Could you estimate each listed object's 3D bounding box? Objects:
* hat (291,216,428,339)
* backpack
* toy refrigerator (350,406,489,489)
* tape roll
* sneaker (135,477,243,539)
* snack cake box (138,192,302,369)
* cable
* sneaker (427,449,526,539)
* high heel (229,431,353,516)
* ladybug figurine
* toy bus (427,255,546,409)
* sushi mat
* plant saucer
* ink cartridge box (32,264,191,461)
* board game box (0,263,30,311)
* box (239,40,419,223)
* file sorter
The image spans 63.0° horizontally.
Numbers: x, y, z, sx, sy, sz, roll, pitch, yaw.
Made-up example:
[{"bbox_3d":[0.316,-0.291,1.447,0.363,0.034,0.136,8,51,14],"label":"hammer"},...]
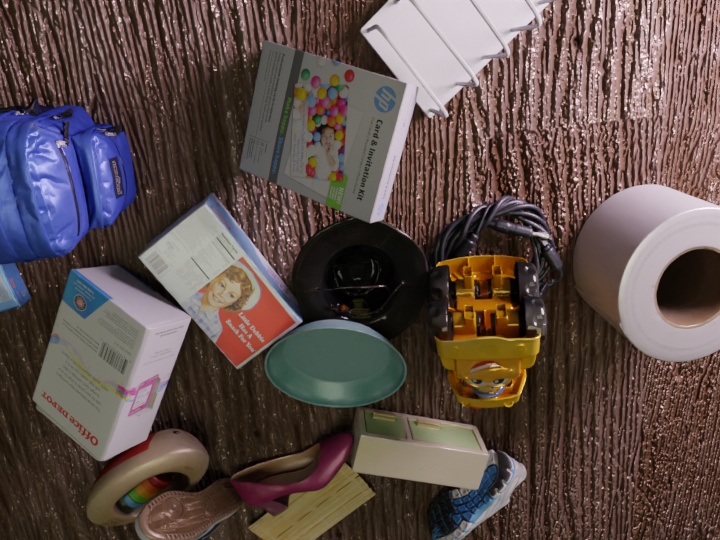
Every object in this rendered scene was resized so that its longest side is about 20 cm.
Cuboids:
[{"bbox_3d":[0.000,0.000,0.784,0.195,0.082,0.204,-1,127,-2],"label":"hat"},{"bbox_3d":[-0.352,-0.105,0.654,0.163,0.201,0.166,-9,109,-1],"label":"backpack"},{"bbox_3d":[0.086,0.265,0.885,0.195,0.076,0.072,11,108,-8],"label":"toy refrigerator"},{"bbox_3d":[0.407,-0.001,0.787,0.197,0.140,0.208,-2,109,-5],"label":"tape roll"},{"bbox_3d":[-0.263,0.368,0.845,0.108,0.199,0.071,-42,68,16],"label":"sneaker"},{"bbox_3d":[-0.180,0.015,0.781,0.114,0.067,0.201,-35,109,6],"label":"snack cake box"},{"bbox_3d":[0.176,-0.006,0.812,0.196,0.051,0.166,-25,111,5],"label":"cable"},{"bbox_3d":[0.190,0.372,0.937,0.086,0.076,0.201,24,117,-38],"label":"sneaker"},{"bbox_3d":[-0.103,0.292,0.881,0.200,0.068,0.096,-44,113,11],"label":"high heel"},{"bbox_3d":[-0.311,0.296,0.850,0.198,0.073,0.136,-34,142,5],"label":"ladybug figurine"},{"bbox_3d":[0.153,0.100,0.727,0.132,0.201,0.196,-1,115,10],"label":"toy bus"},{"bbox_3d":[-0.077,0.385,0.945,0.199,0.012,0.096,-39,106,8],"label":"sushi mat"},{"bbox_3d":[-0.033,0.125,0.813,0.194,0.037,0.202,1,139,1],"label":"plant saucer"},{"bbox_3d":[-0.327,0.117,0.766,0.143,0.084,0.203,31,106,18],"label":"ink cartridge box"},{"bbox_3d":[-0.556,-0.002,0.758,0.195,0.037,0.155,-15,109,0],"label":"board game box"},{"bbox_3d":[-0.043,-0.164,0.692,0.197,0.041,0.159,24,110,22],"label":"box"},{"bbox_3d":[0.118,-0.293,0.669,0.199,0.125,0.139,-42,107,10],"label":"file sorter"}]
